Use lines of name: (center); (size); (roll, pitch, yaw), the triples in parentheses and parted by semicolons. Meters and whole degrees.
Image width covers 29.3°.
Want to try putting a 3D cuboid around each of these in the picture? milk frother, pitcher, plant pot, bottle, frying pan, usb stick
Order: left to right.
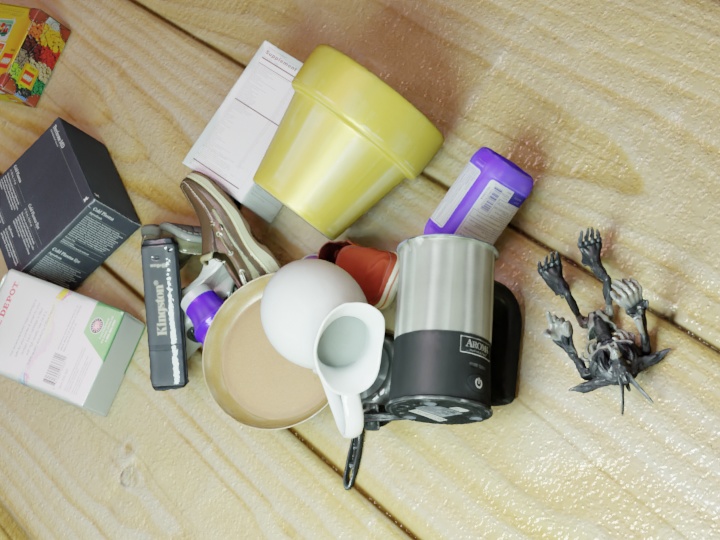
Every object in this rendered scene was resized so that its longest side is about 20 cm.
usb stick: (-0.257, 0.058, 1.803); (0.055, 0.033, 0.201); (-4, 91, 23)
bottle: (-0.156, 0.102, 1.752); (0.084, 0.065, 0.200); (-44, 67, 9)
plant pot: (-0.097, 0.100, 1.679); (0.200, 0.027, 0.201); (-7, 69, 18)
pitcher: (-0.041, 0.084, 1.565); (0.200, 0.121, 0.172); (-139, 45, -62)
plant pot: (-0.028, -0.148, 1.714); (0.201, 0.201, 0.189); (36, 89, 41)
frying pan: (-0.008, 0.159, 1.676); (0.115, 0.031, 0.190); (28, 84, 43)
milk frother: (0.069, 0.080, 1.555); (0.200, 0.180, 0.189); (-6, 68, 28)
bottle: (0.120, -0.046, 1.630); (0.200, 0.083, 0.065); (-56, 46, 11)

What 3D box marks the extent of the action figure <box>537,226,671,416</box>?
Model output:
action figure: (0.254, 0.054, 1.484); (0.119, 0.102, 0.200); (-27, 53, 9)

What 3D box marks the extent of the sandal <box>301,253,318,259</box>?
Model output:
sandal: (-0.059, 0.053, 1.731); (0.082, 0.050, 0.203); (-41, 41, 16)

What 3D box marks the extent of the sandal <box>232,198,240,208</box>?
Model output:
sandal: (-0.197, -0.151, 1.945); (0.075, 0.048, 0.201); (-13, 62, 31)

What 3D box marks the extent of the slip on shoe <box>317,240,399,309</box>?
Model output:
slip on shoe: (0.000, 0.000, 1.671); (0.074, 0.061, 0.200); (-68, 23, 1)

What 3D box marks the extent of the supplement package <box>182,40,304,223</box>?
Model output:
supplement package: (-0.124, -0.185, 1.849); (0.114, 0.110, 0.200); (34, 89, 22)

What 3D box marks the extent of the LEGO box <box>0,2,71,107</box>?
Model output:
LEGO box: (-0.605, -0.370, 2.330); (0.200, 0.077, 0.149); (17, 79, 40)

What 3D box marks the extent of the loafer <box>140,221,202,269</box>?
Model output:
loafer: (-0.253, -0.028, 1.894); (0.200, 0.075, 0.070); (180, 96, -67)

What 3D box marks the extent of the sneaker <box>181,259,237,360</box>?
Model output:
sneaker: (-0.198, 0.047, 1.838); (0.079, 0.074, 0.200); (37, 92, 36)

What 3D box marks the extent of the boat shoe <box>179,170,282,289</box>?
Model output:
boat shoe: (-0.178, -0.037, 1.779); (0.075, 0.075, 0.202); (-37, 78, -17)

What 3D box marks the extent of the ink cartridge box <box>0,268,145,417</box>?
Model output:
ink cartridge box: (-0.426, 0.101, 1.930); (0.200, 0.088, 0.146); (19, 80, 18)

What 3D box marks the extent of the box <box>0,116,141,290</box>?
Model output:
box: (-0.452, -0.091, 2.067); (0.182, 0.104, 0.200); (-42, 51, 15)
